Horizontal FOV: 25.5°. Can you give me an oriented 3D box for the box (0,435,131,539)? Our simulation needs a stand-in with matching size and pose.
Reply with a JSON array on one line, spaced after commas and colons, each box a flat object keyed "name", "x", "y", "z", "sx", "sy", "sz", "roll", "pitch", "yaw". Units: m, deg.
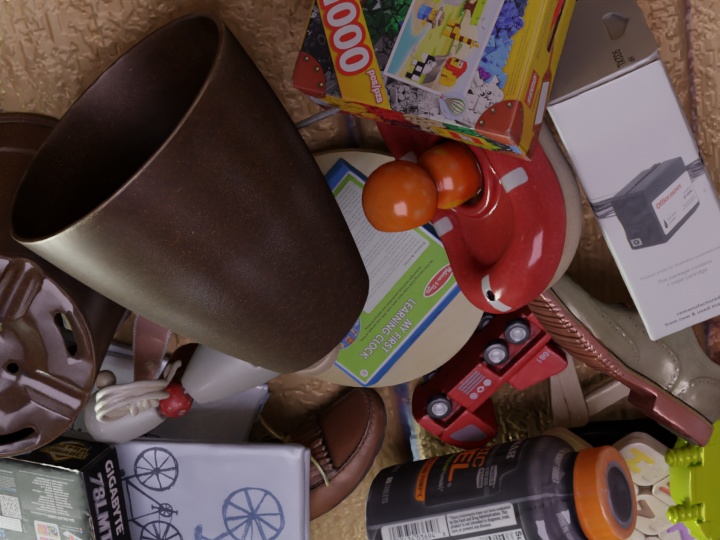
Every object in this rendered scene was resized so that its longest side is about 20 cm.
[{"name": "box", "x": -0.265, "y": 0.218, "z": 1.228, "sx": 0.198, "sy": 0.050, "sz": 0.200, "roll": 5, "pitch": 115, "yaw": 27}]

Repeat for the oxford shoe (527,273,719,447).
[{"name": "oxford shoe", "x": 0.199, "y": 0.047, "z": 1.180, "sx": 0.200, "sy": 0.071, "sz": 0.074, "roll": 39, "pitch": 85, "yaw": -21}]

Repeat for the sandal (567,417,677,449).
[{"name": "sandal", "x": 0.255, "y": 0.151, "z": 1.296, "sx": 0.198, "sy": 0.048, "sz": 0.076, "roll": -12, "pitch": 120, "yaw": 5}]

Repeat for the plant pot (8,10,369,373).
[{"name": "plant pot", "x": -0.090, "y": -0.029, "z": 1.028, "sx": 0.186, "sy": 0.188, "sz": 0.200, "roll": -37, "pitch": 119, "yaw": 17}]

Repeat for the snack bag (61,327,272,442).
[{"name": "snack bag", "x": -0.190, "y": 0.146, "z": 1.294, "sx": 0.198, "sy": 0.021, "sz": 0.190, "roll": 15, "pitch": 117, "yaw": -10}]

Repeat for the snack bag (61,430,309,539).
[{"name": "snack bag", "x": -0.138, "y": 0.213, "z": 1.246, "sx": 0.198, "sy": 0.021, "sz": 0.190, "roll": 2, "pitch": 113, "yaw": 5}]

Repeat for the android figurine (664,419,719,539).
[{"name": "android figurine", "x": 0.326, "y": 0.154, "z": 1.260, "sx": 0.198, "sy": 0.041, "sz": 0.184, "roll": -6, "pitch": 101, "yaw": -22}]

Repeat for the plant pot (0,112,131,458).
[{"name": "plant pot", "x": -0.247, "y": 0.017, "z": 1.107, "sx": 0.198, "sy": 0.199, "sz": 0.202, "roll": -2, "pitch": 114, "yaw": -4}]

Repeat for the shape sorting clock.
[{"name": "shape sorting clock", "x": 0.000, "y": 0.000, "z": 1.206, "sx": 0.198, "sy": 0.039, "sz": 0.202, "roll": 4, "pitch": 115, "yaw": 8}]

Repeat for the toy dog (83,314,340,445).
[{"name": "toy dog", "x": -0.116, "y": 0.050, "z": 1.172, "sx": 0.198, "sy": 0.097, "sz": 0.132, "roll": -16, "pitch": 161, "yaw": -11}]

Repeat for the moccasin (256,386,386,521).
[{"name": "moccasin", "x": -0.061, "y": 0.161, "z": 1.275, "sx": 0.201, "sy": 0.074, "sz": 0.078, "roll": -37, "pitch": 133, "yaw": 22}]

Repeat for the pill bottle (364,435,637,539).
[{"name": "pill bottle", "x": 0.111, "y": 0.188, "z": 1.233, "sx": 0.199, "sy": 0.107, "sz": 0.107, "roll": -15, "pitch": 121, "yaw": 29}]

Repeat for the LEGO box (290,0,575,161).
[{"name": "LEGO box", "x": 0.059, "y": -0.187, "z": 1.002, "sx": 0.148, "sy": 0.077, "sz": 0.202, "roll": 14, "pitch": 87, "yaw": 18}]

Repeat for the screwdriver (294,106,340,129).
[{"name": "screwdriver", "x": -0.064, "y": -0.093, "z": 1.084, "sx": 0.029, "sy": 0.200, "sz": 0.028, "roll": 21, "pitch": 75, "yaw": -20}]

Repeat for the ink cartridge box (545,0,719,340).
[{"name": "ink cartridge box", "x": 0.192, "y": -0.078, "z": 1.108, "sx": 0.083, "sy": 0.146, "sz": 0.201, "roll": -23, "pitch": 118, "yaw": 11}]

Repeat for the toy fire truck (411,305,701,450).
[{"name": "toy fire truck", "x": 0.152, "y": 0.080, "z": 1.252, "sx": 0.141, "sy": 0.049, "sz": 0.200, "roll": 35, "pitch": 114, "yaw": -21}]

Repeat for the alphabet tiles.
[{"name": "alphabet tiles", "x": 0.192, "y": 0.205, "z": 1.314, "sx": 0.195, "sy": 0.015, "sz": 0.200, "roll": 34, "pitch": 128, "yaw": -22}]

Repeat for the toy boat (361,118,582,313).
[{"name": "toy boat", "x": 0.057, "y": -0.061, "z": 1.079, "sx": 0.201, "sy": 0.130, "sz": 0.130, "roll": 60, "pitch": 149, "yaw": 4}]
